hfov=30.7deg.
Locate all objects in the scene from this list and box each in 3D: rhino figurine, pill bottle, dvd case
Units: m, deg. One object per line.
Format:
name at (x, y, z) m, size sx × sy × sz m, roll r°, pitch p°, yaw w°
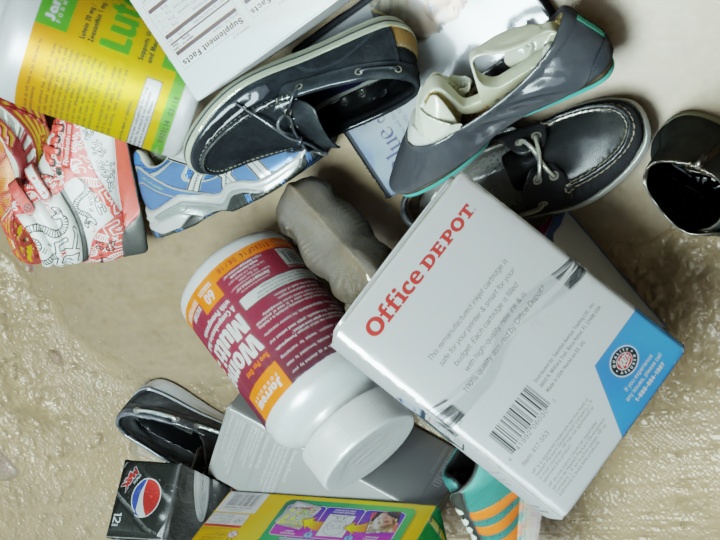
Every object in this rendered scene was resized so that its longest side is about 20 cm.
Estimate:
rhino figurine at (0.000, 0.000, 1.023) m, size 0.200 × 0.060 × 0.088 m, roll 47°, pitch 172°, yaw 33°
pill bottle at (-0.051, 0.073, 1.068) m, size 0.200 × 0.109 × 0.110 m, roll 50°, pitch 125°, yaw 22°
pill bottle at (-0.218, -0.170, 1.008) m, size 0.199 × 0.111 × 0.112 m, roll 19°, pitch 122°, yaw -11°
dvd case at (0.058, -0.160, 1.004) m, size 0.199 × 0.018 × 0.143 m, roll -30°, pitch 100°, yaw 31°

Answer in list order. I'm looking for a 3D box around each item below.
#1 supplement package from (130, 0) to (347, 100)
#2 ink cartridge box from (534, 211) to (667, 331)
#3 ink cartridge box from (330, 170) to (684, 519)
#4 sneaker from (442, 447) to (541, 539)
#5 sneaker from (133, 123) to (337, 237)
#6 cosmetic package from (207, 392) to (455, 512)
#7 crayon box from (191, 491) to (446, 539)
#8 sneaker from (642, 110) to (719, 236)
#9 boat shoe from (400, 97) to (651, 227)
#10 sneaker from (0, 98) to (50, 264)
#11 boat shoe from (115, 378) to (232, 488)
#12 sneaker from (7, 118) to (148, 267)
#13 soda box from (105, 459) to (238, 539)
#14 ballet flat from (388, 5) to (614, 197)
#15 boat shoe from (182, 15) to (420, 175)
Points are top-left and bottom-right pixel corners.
supplement package at (-0.090, -0.261, 0.942) m, size 0.150 × 0.152 × 0.201 m, roll -29°, pitch 99°, yaw 30°
ink cartridge box at (0.123, 0.064, 1.044) m, size 0.200 × 0.076 × 0.137 m, roll -38°, pitch 96°, yaw 30°
ink cartridge box at (0.099, 0.053, 0.917) m, size 0.200 × 0.086 × 0.147 m, roll 38°, pitch 81°, yaw 3°
sneaker at (0.102, 0.175, 1.025) m, size 0.079 × 0.072 × 0.201 m, roll 5°, pitch 123°, yaw 4°
sneaker at (-0.109, -0.091, 1.073) m, size 0.199 × 0.076 × 0.078 m, roll -20°, pitch 99°, yaw 28°
cosmetic package at (-0.019, 0.168, 1.137) m, size 0.199 × 0.107 × 0.091 m, roll 24°, pitch 121°, yaw 10°
crayon box at (-0.042, 0.238, 1.048) m, size 0.198 × 0.119 × 0.059 m, roll -1°, pitch 115°, yaw 25°
sneaker at (0.289, -0.038, 0.907) m, size 0.199 × 0.106 × 0.075 m, roll 22°, pitch 120°, yaw 13°
boat shoe at (0.119, -0.075, 0.983) m, size 0.199 × 0.060 × 0.074 m, roll -19°, pitch 80°, yaw 31°
sneaker at (-0.307, -0.101, 1.171) m, size 0.077 × 0.073 × 0.201 m, roll 25°, pitch 129°, yaw 47°
boat shoe at (-0.133, 0.170, 1.208) m, size 0.199 × 0.068 × 0.072 m, roll 29°, pitch 121°, yaw 9°
sneaker at (-0.250, -0.098, 1.110) m, size 0.107 × 0.067 × 0.203 m, roll -12°, pitch 113°, yaw -10°
soda box at (-0.135, 0.228, 1.167) m, size 0.063 × 0.071 × 0.200 m, roll -1°, pitch 157°, yaw 29°
ballet flat at (0.087, -0.128, 0.952) m, size 0.199 × 0.073 × 0.073 m, roll -30°, pitch 99°, yaw 25°
boat shoe at (-0.043, -0.119, 0.981) m, size 0.199 × 0.075 × 0.063 m, roll -25°, pitch 61°, yaw 9°
